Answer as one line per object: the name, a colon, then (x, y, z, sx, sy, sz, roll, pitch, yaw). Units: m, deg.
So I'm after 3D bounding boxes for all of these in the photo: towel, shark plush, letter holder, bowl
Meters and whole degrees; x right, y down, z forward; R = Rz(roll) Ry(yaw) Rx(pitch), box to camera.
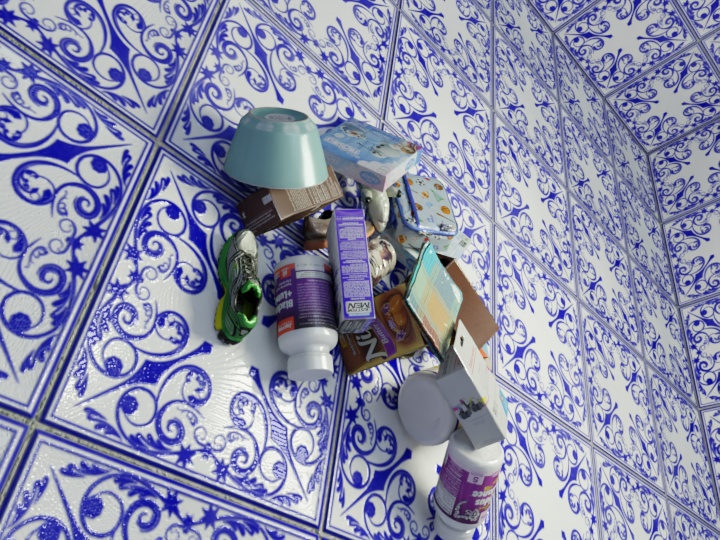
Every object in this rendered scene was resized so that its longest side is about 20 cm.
towel: (0.138, 0.053, 1.135, 0.148, 0.021, 0.202, 56, 32, -19)
shark plush: (0.005, -0.179, 1.363, 0.089, 0.085, 0.201, -23, 57, -30)
letter holder: (0.178, 0.089, 1.298, 0.142, 0.100, 0.202, -42, 113, -12)
bowl: (-0.152, -0.233, 1.117, 0.199, 0.196, 0.108, -30, 134, -50)

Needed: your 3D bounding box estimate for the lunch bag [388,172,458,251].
lunch bag: (0.133, -0.135, 1.390, 0.155, 0.076, 0.204, 9, 46, -22)

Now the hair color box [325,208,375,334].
hair color box: (-0.021, 0.003, 1.118, 0.062, 0.110, 0.207, -1, 72, -12)

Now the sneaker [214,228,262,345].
sneaker: (-0.194, 0.020, 1.040, 0.077, 0.084, 0.206, 19, 56, -39)

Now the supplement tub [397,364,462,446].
supplement tub: (0.186, 0.270, 1.279, 0.197, 0.144, 0.150, -4, 73, -48)

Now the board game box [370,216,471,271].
board game box: (0.146, -0.076, 1.441, 0.198, 0.044, 0.200, 40, 42, 6)

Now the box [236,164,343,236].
box: (-0.131, -0.136, 1.177, 0.198, 0.099, 0.077, -27, 93, -50)

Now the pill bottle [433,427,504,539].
pill bottle: (0.202, 0.421, 1.178, 0.111, 0.110, 0.206, -15, 122, -49)

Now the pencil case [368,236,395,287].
pencil case: (0.000, 0.000, 1.269, 0.199, 0.076, 0.092, -37, 112, -50)

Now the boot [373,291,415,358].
boot: (0.071, 0.117, 1.270, 0.198, 0.096, 0.076, 36, 47, -29)

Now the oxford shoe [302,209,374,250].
oxford shoe: (-0.041, -0.093, 1.266, 0.197, 0.070, 0.076, -17, 100, -50)

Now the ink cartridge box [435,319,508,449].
ink cartridge box: (0.201, 0.211, 1.140, 0.203, 0.067, 0.115, 59, 24, -11)

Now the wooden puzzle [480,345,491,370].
wooden puzzle: (0.257, 0.148, 1.505, 0.196, 0.037, 0.191, 14, 60, -43)

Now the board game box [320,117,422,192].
board game box: (0.014, -0.264, 1.363, 0.196, 0.044, 0.199, 26, 39, 17)

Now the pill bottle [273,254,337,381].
pill bottle: (-0.097, 0.087, 1.091, 0.109, 0.110, 0.207, 14, 60, -42)

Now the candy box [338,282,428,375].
candy box: (0.042, 0.113, 1.160, 0.056, 0.197, 0.120, -4, 71, -50)
